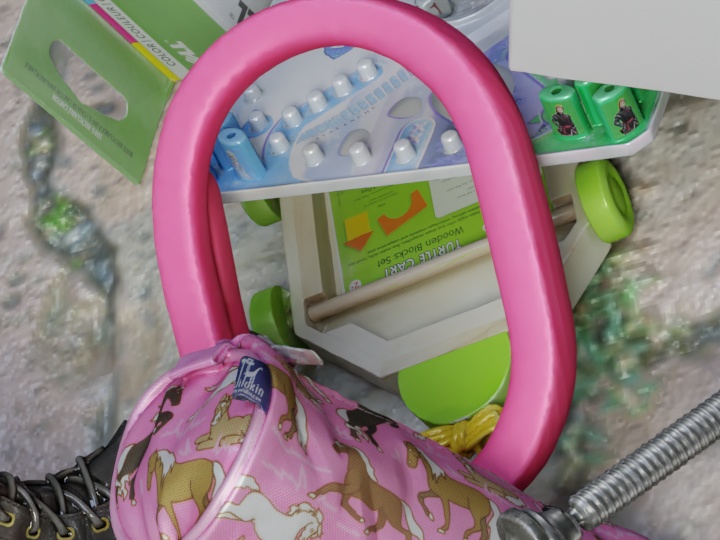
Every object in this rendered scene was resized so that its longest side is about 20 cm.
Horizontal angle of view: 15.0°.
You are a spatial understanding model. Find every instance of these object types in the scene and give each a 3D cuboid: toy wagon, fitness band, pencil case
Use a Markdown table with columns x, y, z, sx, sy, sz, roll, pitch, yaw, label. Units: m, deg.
| x | y | z | sx | sy | sz | roll | pitch | yaw | label |
| --- | --- | --- | --- | --- | --- | --- | --- | --- | --- |
| 0.030 | -0.010 | 1.059 | 0.155 | 0.040 | 0.200 | -22 | 56 | 20 | toy wagon |
| 0.000 | 0.000 | 0.982 | 0.143 | 0.037 | 0.200 | -14 | 89 | 21 | fitness band |
| 0.016 | 0.094 | 0.908 | 0.087 | 0.200 | 0.083 | -55 | 28 | 11 | pencil case |

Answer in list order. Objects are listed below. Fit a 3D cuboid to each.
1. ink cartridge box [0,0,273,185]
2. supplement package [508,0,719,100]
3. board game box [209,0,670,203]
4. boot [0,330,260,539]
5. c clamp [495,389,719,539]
| x | y | z | sx | sy | sz | roll | pitch | yaw | label |
| --- | --- | --- | --- | --- | --- | --- | --- | --- | --- |
| -0.072 | -0.147 | 1.155 | 0.059 | 0.104 | 0.200 | 3 | 66 | 33 | ink cartridge box |
| 0.128 | -0.171 | 0.979 | 0.120 | 0.121 | 0.200 | 9 | 46 | 9 | supplement package |
| 0.040 | -0.110 | 1.073 | 0.200 | 0.026 | 0.200 | -6 | 41 | 29 | board game box |
| -0.124 | 0.089 | 0.999 | 0.069 | 0.174 | 0.200 | 29 | 88 | 41 | boot |
| 0.120 | 0.074 | 0.895 | 0.200 | 0.027 | 0.171 | -39 | 90 | -23 | c clamp |
